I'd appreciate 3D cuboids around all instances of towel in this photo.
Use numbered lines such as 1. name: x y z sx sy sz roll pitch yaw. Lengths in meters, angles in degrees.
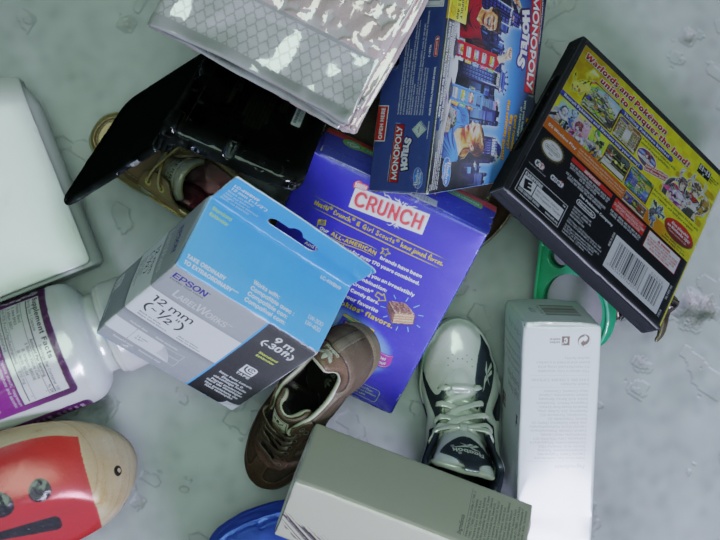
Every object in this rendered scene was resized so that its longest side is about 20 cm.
1. towel: -0.047 -0.235 1.145 0.200 0.032 0.191 28 94 9

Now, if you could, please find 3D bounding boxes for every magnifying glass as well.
1. magnifying glass: 0.180 -0.020 1.323 0.080 0.022 0.200 -13 94 41

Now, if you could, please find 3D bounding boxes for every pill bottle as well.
1. pill bottle: -0.289 0.078 1.277 0.200 0.112 0.112 -21 89 -4

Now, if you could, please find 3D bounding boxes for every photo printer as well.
1. photo printer: -0.344 -0.068 1.301 0.166 0.069 0.200 -21 89 -4

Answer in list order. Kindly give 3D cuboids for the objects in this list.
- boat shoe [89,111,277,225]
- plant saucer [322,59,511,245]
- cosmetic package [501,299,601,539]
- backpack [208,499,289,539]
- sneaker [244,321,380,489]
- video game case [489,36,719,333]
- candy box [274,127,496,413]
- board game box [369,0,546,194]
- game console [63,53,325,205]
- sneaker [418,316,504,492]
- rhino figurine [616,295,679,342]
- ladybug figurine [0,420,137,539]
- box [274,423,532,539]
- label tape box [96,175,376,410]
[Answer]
1. boat shoe: -0.158 -0.087 1.313 0.200 0.066 0.074 28 87 0
2. plant saucer: 0.056 -0.103 1.323 0.200 0.032 0.201 -3 102 -12
3. cosmetic package: 0.166 0.132 1.284 0.074 0.102 0.200 1 100 -3
4. backpack: -0.047 0.299 1.256 0.162 0.168 0.200 -13 84 -10
5. sneaker: -0.061 0.121 1.251 0.070 0.075 0.200 45 122 19
6. video game case: 0.222 -0.075 1.270 0.200 0.025 0.181 40 62 -19
7. candy box: 0.000 0.000 1.274 0.169 0.077 0.200 26 117 -2
8. board game box: 0.099 -0.150 1.233 0.062 0.200 0.200 6 87 36
9. game console: -0.130 -0.111 1.225 0.176 0.200 0.117 22 123 -5
10. sneaker: 0.092 0.142 1.285 0.079 0.130 0.200 8 87 -5
11. rhino figurine: 0.239 -0.028 1.337 0.087 0.060 0.200 -21 90 -8
12. ladybug figurine: -0.292 0.200 1.262 0.200 0.072 0.136 -15 132 -7
13. box: 0.037 0.208 1.201 0.200 0.082 0.068 21 124 2
14. label tape box: -0.104 0.024 1.184 0.143 0.200 0.066 33 49 -21
